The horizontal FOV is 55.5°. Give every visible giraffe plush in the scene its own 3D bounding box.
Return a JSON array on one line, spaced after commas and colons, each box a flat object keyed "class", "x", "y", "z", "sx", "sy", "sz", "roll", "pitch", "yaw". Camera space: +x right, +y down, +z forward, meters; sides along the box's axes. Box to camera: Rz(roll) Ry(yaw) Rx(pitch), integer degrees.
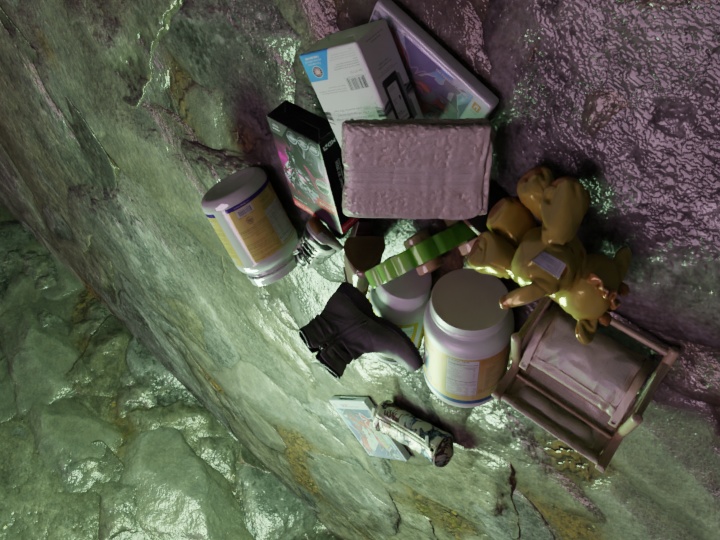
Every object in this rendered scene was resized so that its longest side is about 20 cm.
[{"class": "giraffe plush", "x": 0.256, "y": -0.008, "z": 0.853, "sx": 0.161, "sy": 0.201, "sz": 0.173, "roll": 30, "pitch": 115, "yaw": -26}]

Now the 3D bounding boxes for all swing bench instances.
[{"class": "swing bench", "x": 0.316, "y": 0.155, "z": 0.995, "sx": 0.197, "sy": 0.130, "sz": 0.202, "roll": 33, "pitch": 153, "yaw": 22}]

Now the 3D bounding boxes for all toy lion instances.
[{"class": "toy lion", "x": 0.080, "y": -0.020, "z": 1.013, "sx": 0.070, "sy": 0.190, "sz": 0.199, "roll": 62, "pitch": 150, "yaw": 1}]

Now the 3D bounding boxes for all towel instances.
[{"class": "towel", "x": 0.072, "y": -0.131, "z": 0.882, "sx": 0.195, "sy": 0.035, "sz": 0.135, "roll": 2, "pitch": 122, "yaw": 4}]

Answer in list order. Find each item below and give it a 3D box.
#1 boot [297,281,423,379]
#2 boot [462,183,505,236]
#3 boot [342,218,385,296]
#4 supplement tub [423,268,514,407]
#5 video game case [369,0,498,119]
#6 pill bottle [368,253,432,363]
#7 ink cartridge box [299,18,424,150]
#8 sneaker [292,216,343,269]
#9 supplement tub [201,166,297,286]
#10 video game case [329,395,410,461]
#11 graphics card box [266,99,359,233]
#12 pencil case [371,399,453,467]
[{"class": "boot", "x": -0.001, "y": 0.131, "z": 1.129, "sx": 0.199, "sy": 0.132, "sz": 0.070, "roll": 41, "pitch": 159, "yaw": 0}, {"class": "boot", "x": 0.187, "y": -0.057, "z": 0.963, "sx": 0.199, "sy": 0.074, "sz": 0.075, "roll": 41, "pitch": 160, "yaw": -1}, {"class": "boot", "x": 0.000, "y": 0.000, "z": 1.186, "sx": 0.069, "sy": 0.202, "sz": 0.149, "roll": 7, "pitch": 125, "yaw": -2}, {"class": "supplement tub", "x": 0.172, "y": 0.110, "z": 1.105, "sx": 0.143, "sy": 0.145, "sz": 0.202, "roll": 29, "pitch": 146, "yaw": 28}, {"class": "video game case", "x": 0.072, "y": -0.236, "z": 0.931, "sx": 0.200, "sy": 0.023, "sz": 0.183, "roll": 44, "pitch": 150, "yaw": 6}, {"class": "pill bottle", "x": 0.068, "y": 0.070, "z": 1.222, "sx": 0.113, "sy": 0.114, "sz": 0.202, "roll": 35, "pitch": 148, "yaw": 19}, {"class": "ink cartridge box", "x": 0.014, "y": -0.218, "z": 0.921, "sx": 0.115, "sy": 0.068, "sz": 0.202, "roll": 7, "pitch": 132, "yaw": 46}, {"class": "sneaker", "x": -0.082, "y": -0.038, "z": 1.240, "sx": 0.076, "sy": 0.087, "sz": 0.200, "roll": 48, "pitch": 179, "yaw": 5}, {"class": "supplement tub", "x": -0.213, "y": -0.087, "z": 1.371, "sx": 0.144, "sy": 0.145, "sz": 0.202, "roll": 7, "pitch": 132, "yaw": 48}, {"class": "video game case", "x": 0.022, "y": 0.409, "z": 1.777, "sx": 0.201, "sy": 0.023, "sz": 0.181, "roll": 55, "pitch": 150, "yaw": -13}, {"class": "graphics card box", "x": -0.073, "y": -0.164, "z": 1.107, "sx": 0.125, "sy": 0.051, "sz": 0.202, "roll": 33, "pitch": 153, "yaw": 31}, {"class": "pencil case", "x": 0.116, "y": 0.365, "z": 1.544, "sx": 0.198, "sy": 0.079, "sz": 0.089, "roll": 22, "pitch": 168, "yaw": 37}]
